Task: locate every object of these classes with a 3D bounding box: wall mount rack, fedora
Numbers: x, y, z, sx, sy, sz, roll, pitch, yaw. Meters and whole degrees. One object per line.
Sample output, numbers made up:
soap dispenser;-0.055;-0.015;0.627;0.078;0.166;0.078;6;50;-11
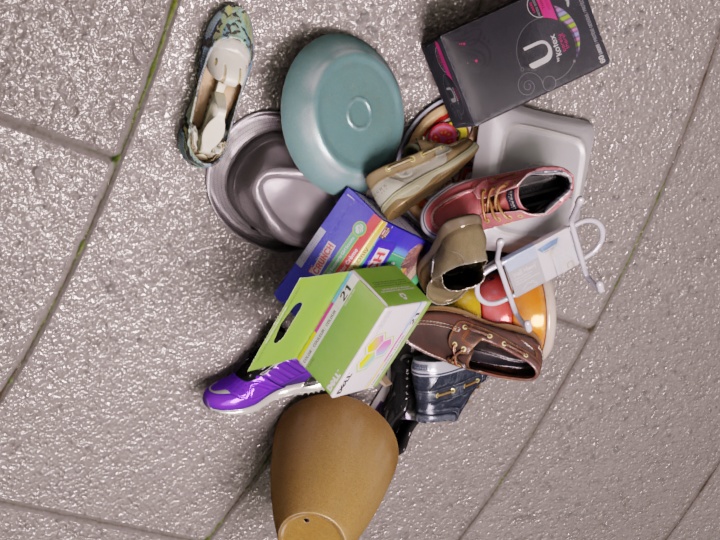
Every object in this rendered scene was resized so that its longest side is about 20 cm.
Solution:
wall mount rack;0.241;-0.017;1.504;0.198;0.075;0.175;-28;126;-4
fedora;-0.093;-0.098;1.467;0.199;0.090;0.177;38;96;-31

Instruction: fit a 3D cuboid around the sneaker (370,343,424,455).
sneaker;0.074;0.174;1.662;0.075;0.088;0.203;9;110;-24

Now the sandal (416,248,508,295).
sandal;0.130;-0.014;1.606;0.198;0.075;0.045;-33;119;-1

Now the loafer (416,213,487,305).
loafer;0.119;0.001;1.490;0.075;0.068;0.201;-9;154;-8

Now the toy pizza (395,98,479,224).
toy pizza;0.141;-0.142;1.573;0.197;0.032;0.203;-9;117;-18

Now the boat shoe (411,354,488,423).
boat shoe;0.143;0.160;1.657;0.198;0.070;0.093;-7;102;-45

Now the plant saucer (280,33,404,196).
plant saucer;-0.010;-0.195;1.433;0.198;0.036;0.204;-2;93;-41

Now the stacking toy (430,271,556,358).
stacking toy;0.168;0.061;1.626;0.196;0.147;0.148;-3;115;-11

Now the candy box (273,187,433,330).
candy box;0.000;0.000;1.506;0.170;0.077;0.199;-54;153;9

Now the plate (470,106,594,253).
plate;0.238;-0.119;1.575;0.197;0.032;0.203;8;93;-30

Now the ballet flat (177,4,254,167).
ballet flat;-0.168;-0.217;1.396;0.073;0.074;0.203;7;111;-24

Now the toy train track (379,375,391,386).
toy train track;-0.022;0.128;1.566;0.033;0.115;0.199;-45;167;18

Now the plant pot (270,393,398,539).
plant pot;-0.048;0.302;1.573;0.183;0.201;0.189;3;117;7

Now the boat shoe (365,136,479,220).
boat shoe;0.081;-0.135;1.464;0.199;0.067;0.074;-35;172;-47

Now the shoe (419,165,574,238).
shoe;0.175;-0.091;1.479;0.197;0.091;0.073;-17;94;-8

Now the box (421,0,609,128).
box;0.196;-0.277;1.470;0.198;0.106;0.124;-26;99;-8

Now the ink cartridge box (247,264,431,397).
ink cartridge box;-0.025;0.079;1.397;0.199;0.076;0.149;-8;135;-55

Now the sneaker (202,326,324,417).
sneaker;-0.127;0.127;1.576;0.197;0.069;0.101;-16;117;-23

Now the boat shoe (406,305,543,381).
boat shoe;0.151;0.102;1.560;0.196;0.071;0.071;10;127;5
